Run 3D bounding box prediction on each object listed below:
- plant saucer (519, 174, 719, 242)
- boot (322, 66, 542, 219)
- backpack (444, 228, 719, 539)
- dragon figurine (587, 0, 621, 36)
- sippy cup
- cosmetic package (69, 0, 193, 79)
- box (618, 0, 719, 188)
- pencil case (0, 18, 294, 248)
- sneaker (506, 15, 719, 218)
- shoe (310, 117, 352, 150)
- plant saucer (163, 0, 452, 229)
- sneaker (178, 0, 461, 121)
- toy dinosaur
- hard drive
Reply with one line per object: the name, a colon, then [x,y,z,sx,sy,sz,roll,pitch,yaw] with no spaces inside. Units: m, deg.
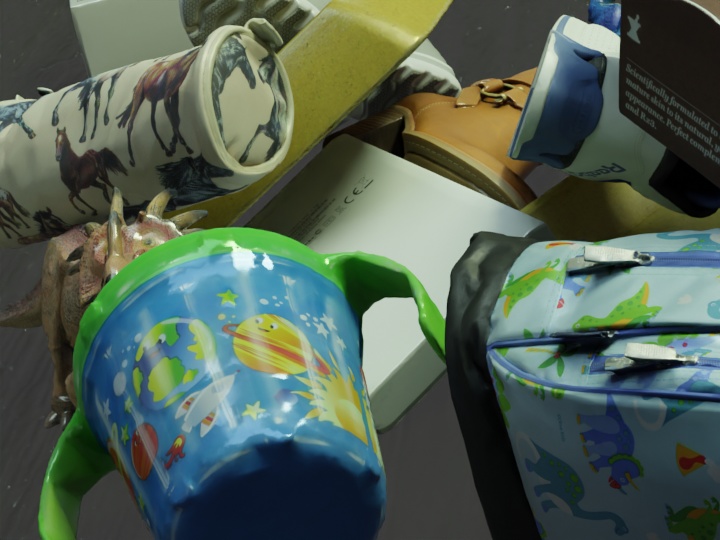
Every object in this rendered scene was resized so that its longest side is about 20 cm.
plant saucer: [0.208,-0.030,0.990,0.199,0.049,0.200,13,36,41]
boot: [0.087,-0.072,1.111,0.154,0.074,0.200,-21,29,-25]
backpack: [0.136,0.062,0.683,0.198,0.164,0.154,-9,24,21]
dragon figurine: [0.165,-0.136,1.158,0.199,0.059,0.100,-22,34,43]
sippy cup: [-0.049,0.072,0.827,0.139,0.179,0.131,15,26,-27]
cosmetic package: [-0.119,-0.203,1.458,0.198,0.085,0.108,-15,28,-5]
box: [0.206,-0.097,0.725,0.199,0.075,0.100,-20,40,-22]
pencil case: [-0.123,-0.071,0.996,0.199,0.090,0.078,-12,-21,36]
sneaker: [0.138,-0.071,0.972,0.114,0.081,0.199,22,12,3]
shoe: [-0.062,-0.120,1.286,0.091,0.072,0.200,8,29,42]
plant saucer: [-0.035,-0.102,1.085,0.200,0.048,0.200,-42,7,21]
sneaker: [-0.031,-0.147,1.217,0.199,0.075,0.082,23,32,-30]
toy dinosaur: [-0.128,0.011,0.966,0.085,0.137,0.199,-28,29,-29]
hard drive: [0.000,0.000,1.006,0.132,0.026,0.200,-45,34,-11]
